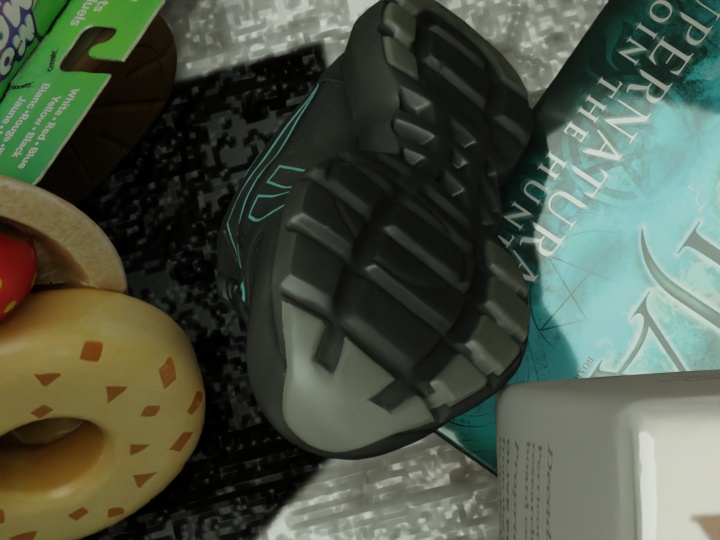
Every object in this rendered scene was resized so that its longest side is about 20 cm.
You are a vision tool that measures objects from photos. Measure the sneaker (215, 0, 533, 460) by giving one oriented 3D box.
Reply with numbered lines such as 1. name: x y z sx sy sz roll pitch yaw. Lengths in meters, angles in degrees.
1. sneaker: 0.000 0.000 0.779 0.075 0.200 0.079 40 118 -11

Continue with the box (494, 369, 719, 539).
1. box: 0.141 0.121 0.668 0.199 0.171 0.200 -1 88 -7

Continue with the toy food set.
1. toy food set: -0.149 0.048 0.786 0.198 0.200 0.049 -32 60 3

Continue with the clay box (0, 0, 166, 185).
1. clay box: -0.155 -0.092 0.837 0.200 0.048 0.115 13 55 26

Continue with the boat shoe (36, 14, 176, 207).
1. boat shoe: -0.145 -0.019 0.851 0.072 0.072 0.200 38 75 24

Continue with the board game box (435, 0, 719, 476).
1. board game box: 0.109 -0.013 0.835 0.135 0.028 0.200 34 88 14
